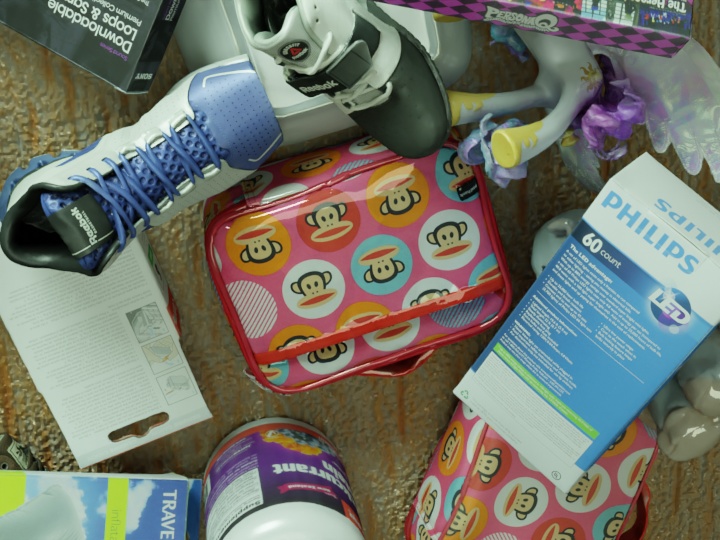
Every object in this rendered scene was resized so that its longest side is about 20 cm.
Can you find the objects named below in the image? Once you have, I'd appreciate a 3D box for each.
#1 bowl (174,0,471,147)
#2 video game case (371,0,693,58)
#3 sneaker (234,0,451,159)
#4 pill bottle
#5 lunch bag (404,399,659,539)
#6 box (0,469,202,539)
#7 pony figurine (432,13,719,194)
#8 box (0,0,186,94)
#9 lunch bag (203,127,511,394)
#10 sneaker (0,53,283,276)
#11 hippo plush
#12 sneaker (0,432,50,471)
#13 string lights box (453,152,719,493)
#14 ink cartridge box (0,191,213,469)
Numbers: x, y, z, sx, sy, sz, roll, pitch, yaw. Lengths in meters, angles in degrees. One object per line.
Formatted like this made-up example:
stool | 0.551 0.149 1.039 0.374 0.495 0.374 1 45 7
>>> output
bowl | -0.027 -0.184 0.859 0.199 0.075 0.201 -19 110 -3
video game case | 0.102 -0.230 0.771 0.199 0.036 0.182 9 75 -6
sneaker | -0.025 -0.134 0.781 0.074 0.089 0.200 -26 111 38
pill bottle | -0.052 0.195 0.924 0.111 0.200 0.112 -3 111 -9
lunch bag | 0.144 0.169 1.012 0.176 0.082 0.201 19 105 -16
box | -0.202 0.202 0.919 0.199 0.048 0.122 6 83 -25
pony figurine | 0.140 -0.129 0.858 0.200 0.166 0.194 -24 99 -36
box | -0.156 -0.229 0.806 0.143 0.036 0.201 30 104 15
lunch bag | 0.000 0.000 0.923 0.199 0.082 0.177 -19 116 -1
sneaker | -0.139 -0.049 0.806 0.199 0.115 0.081 -26 111 7
hippo plush | 0.196 0.015 0.907 0.160 0.159 0.201 23 80 -3
sneaker | -0.254 0.162 0.949 0.199 0.070 0.076 25 103 -18
string lights box | 0.154 0.037 0.827 0.103 0.059 0.200 42 128 13
ink cartridge box | -0.188 0.030 0.923 0.109 0.050 0.201 -21 113 -1
